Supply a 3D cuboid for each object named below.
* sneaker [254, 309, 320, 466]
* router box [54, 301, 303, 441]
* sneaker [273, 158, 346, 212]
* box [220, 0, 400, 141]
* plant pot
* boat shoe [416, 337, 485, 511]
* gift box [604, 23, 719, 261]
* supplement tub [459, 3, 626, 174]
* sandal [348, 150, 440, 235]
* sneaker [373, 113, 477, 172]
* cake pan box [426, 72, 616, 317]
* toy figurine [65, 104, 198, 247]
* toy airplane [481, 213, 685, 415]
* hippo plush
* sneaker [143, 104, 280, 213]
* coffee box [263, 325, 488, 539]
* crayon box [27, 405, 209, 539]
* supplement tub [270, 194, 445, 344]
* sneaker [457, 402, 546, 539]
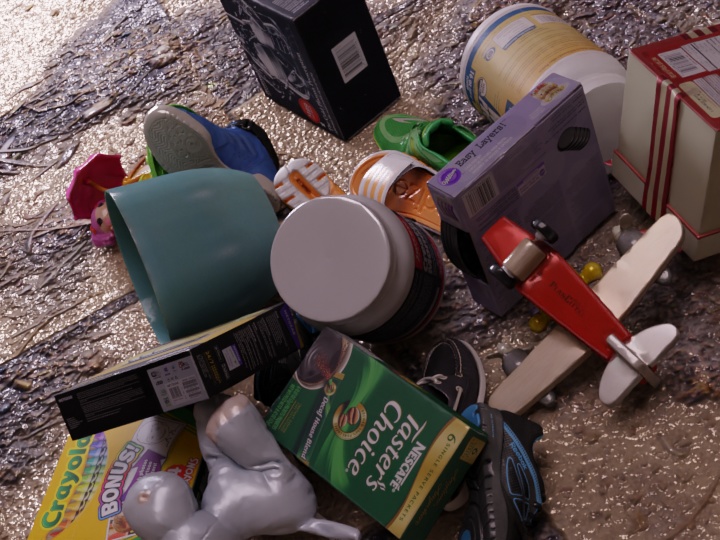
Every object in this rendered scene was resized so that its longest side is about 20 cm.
[{"bbox_3d":[-0.065,0.131,1.482,0.082,0.073,0.201,-38,39,25],"label":"sneaker"},{"bbox_3d":[-0.179,0.099,1.414,0.199,0.052,0.157,-19,4,36],"label":"router box"},{"bbox_3d":[-0.020,-0.045,1.634,0.078,0.077,0.200,-36,61,-6],"label":"sneaker"},{"bbox_3d":[-0.068,-0.292,1.804,0.104,0.200,0.182,-40,44,-16],"label":"box"},{"bbox_3d":[-0.174,-0.024,1.596,0.160,0.201,0.201,-23,41,-14],"label":"plant pot"},{"bbox_3d":[0.076,0.139,1.399,0.074,0.060,0.201,-33,35,37],"label":"boat shoe"},{"bbox_3d":[0.354,-0.129,1.456,0.199,0.187,0.185,-15,43,-13],"label":"gift box"},{"bbox_3d":[0.218,-0.202,1.625,0.144,0.145,0.200,-31,42,-8],"label":"supplement tub"},{"bbox_3d":[0.058,-0.089,1.626,0.206,0.059,0.080,23,97,38],"label":"sandal"},{"bbox_3d":[0.091,-0.152,1.677,0.074,0.084,0.200,-43,45,-19],"label":"sneaker"},{"bbox_3d":[0.171,-0.075,1.490,0.200,0.185,0.052,-43,43,-16],"label":"cake pan box"},{"bbox_3d":[-0.282,-0.087,1.779,0.183,0.150,0.201,-15,66,30],"label":"toy figurine"},{"bbox_3d":[0.221,0.044,1.405,0.199,0.141,0.200,-3,84,10],"label":"toy airplane"},{"bbox_3d":[-0.133,0.232,1.351,0.161,0.159,0.200,-38,84,-18],"label":"hippo plush"},{"bbox_3d":[-0.176,-0.151,1.728,0.077,0.200,0.112,-41,29,28],"label":"sneaker"},{"bbox_3d":[0.010,0.149,1.324,0.200,0.044,0.123,35,91,36],"label":"coffee box"},{"bbox_3d":[-0.234,0.227,1.465,0.172,0.058,0.201,-4,46,21],"label":"crayon box"},{"bbox_3d":[0.000,0.000,1.459,0.140,0.200,0.141,-2,83,17],"label":"supplement tub"},{"bbox_3d":[0.134,0.218,1.294,0.082,0.073,0.201,14,62,-22],"label":"sneaker"}]
